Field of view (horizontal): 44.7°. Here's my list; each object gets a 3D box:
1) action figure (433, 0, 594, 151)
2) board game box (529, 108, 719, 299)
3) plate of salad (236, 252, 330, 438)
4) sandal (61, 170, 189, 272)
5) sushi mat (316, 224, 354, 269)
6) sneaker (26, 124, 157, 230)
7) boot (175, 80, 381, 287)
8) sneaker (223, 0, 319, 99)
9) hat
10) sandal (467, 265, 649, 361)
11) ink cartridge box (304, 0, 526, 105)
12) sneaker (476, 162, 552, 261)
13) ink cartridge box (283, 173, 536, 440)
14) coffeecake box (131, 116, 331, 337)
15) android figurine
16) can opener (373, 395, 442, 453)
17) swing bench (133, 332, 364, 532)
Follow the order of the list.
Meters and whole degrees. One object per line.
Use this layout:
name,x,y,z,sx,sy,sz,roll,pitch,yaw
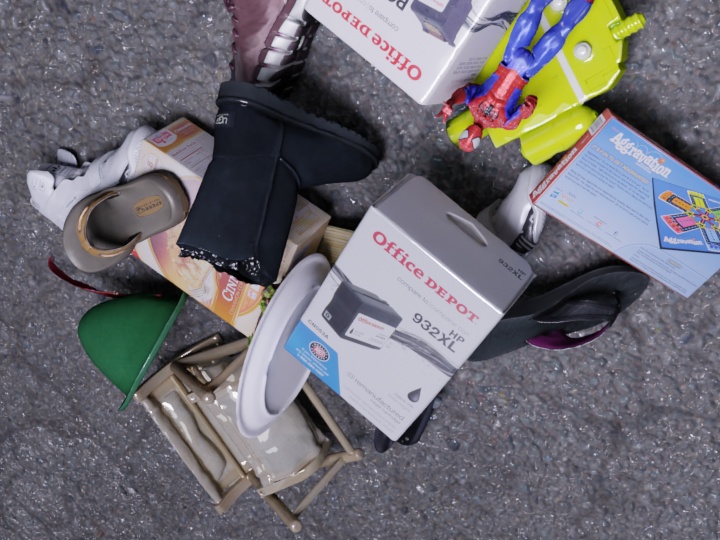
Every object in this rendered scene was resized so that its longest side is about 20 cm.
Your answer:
action figure,0.130,-0.171,0.706,0.065,0.099,0.200,34,123,3
board game box,0.260,-0.055,0.788,0.199,0.019,0.103,28,121,-22
plate of salad,-0.083,0.074,0.898,0.048,0.200,0.201,21,124,16
sandal,-0.260,-0.044,0.925,0.199,0.055,0.082,-16,111,37
sushi mat,0.000,0.000,0.914,0.200,0.012,0.096,15,131,50
sneaker,-0.306,-0.106,0.988,0.115,0.075,0.200,35,128,-5
boot,-0.074,-0.066,0.829,0.076,0.200,0.169,9,83,44
sneaker,-0.109,-0.234,0.852,0.115,0.076,0.200,35,116,7
hat,-0.312,0.052,1.008,0.175,0.166,0.200,29,149,-10
sandal,0.195,0.054,0.855,0.199,0.048,0.076,-20,139,-6
ink cartridge box,0.067,-0.259,0.724,0.145,0.084,0.200,42,119,14
sneaker,0.110,-0.031,0.865,0.114,0.075,0.201,23,125,6
ink cartridge box,0.039,0.037,0.799,0.145,0.084,0.200,40,130,7
coffeecake box,-0.151,-0.043,0.945,0.200,0.073,0.154,34,131,10
android figurine,0.149,-0.191,0.771,0.199,0.041,0.183,-24,91,32
can opener,0.072,0.117,0.984,0.063,0.079,0.201,22,111,-1
swing bench,-0.139,0.187,1.055,0.200,0.130,0.199,-9,118,52
